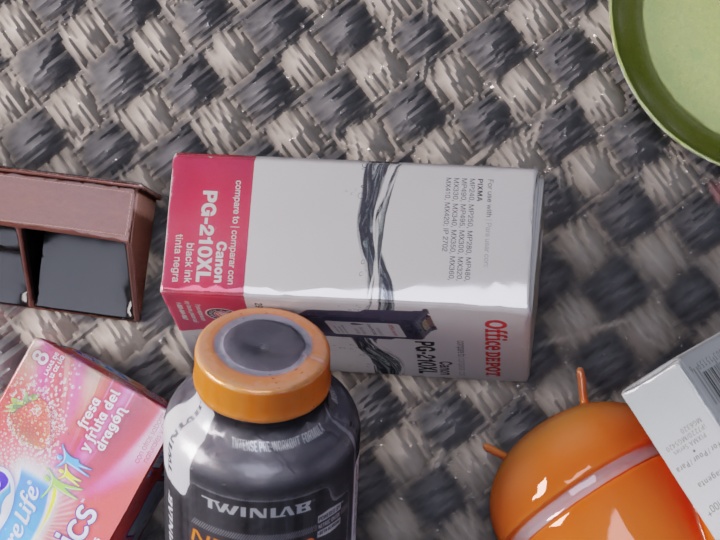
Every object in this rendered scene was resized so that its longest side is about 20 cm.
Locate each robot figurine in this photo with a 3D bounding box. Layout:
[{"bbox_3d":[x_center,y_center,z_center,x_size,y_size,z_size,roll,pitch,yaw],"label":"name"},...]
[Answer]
[{"bbox_3d":[0.149,0.155,1.294,0.116,0.144,0.200,-28,73,-17],"label":"robot figurine"}]

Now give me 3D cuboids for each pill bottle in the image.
[{"bbox_3d":[-0.054,0.118,1.273,0.106,0.106,0.200,6,127,5],"label":"pill bottle"}]

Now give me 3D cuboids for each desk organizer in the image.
[{"bbox_3d":[-0.223,-0.022,1.368,0.199,0.072,0.077,7,87,5],"label":"desk organizer"}]

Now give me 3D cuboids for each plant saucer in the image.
[{"bbox_3d":[0.243,-0.151,1.367,0.199,0.031,0.201,0,84,3],"label":"plant saucer"}]

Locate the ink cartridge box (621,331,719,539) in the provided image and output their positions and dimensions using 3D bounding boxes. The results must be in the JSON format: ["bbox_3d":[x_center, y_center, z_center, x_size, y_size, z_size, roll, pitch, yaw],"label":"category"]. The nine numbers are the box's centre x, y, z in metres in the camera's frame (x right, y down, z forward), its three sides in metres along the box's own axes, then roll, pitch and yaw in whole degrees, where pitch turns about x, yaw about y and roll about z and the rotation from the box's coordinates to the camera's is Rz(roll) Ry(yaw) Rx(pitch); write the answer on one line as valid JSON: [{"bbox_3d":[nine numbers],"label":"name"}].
[{"bbox_3d":[0.240,0.106,1.262,0.044,0.200,0.174,-36,82,31],"label":"ink cartridge box"}]

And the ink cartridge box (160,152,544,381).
[{"bbox_3d":[0.000,0.000,1.307,0.199,0.145,0.085,3,73,4],"label":"ink cartridge box"}]

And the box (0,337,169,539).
[{"bbox_3d":[-0.182,0.147,1.333,0.095,0.103,0.200,29,88,7],"label":"box"}]
